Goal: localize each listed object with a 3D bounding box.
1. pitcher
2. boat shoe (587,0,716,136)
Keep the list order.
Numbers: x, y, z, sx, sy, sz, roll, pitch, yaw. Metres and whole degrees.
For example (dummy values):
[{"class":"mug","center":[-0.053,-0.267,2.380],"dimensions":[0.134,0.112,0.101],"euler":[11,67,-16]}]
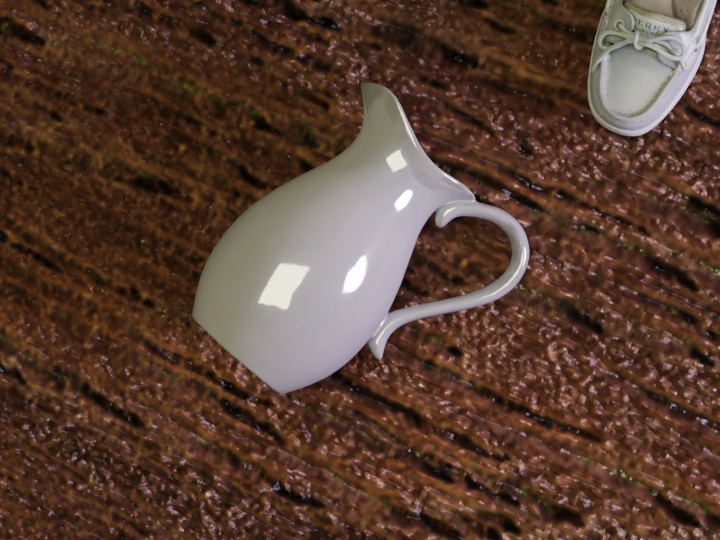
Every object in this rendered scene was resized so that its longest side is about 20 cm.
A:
[{"class":"pitcher","center":[0.000,0.000,1.362],"dimensions":[0.172,0.121,0.200],"euler":[42,88,0]},{"class":"boat shoe","center":[0.203,-0.188,1.327],"dimensions":[0.074,0.065,0.202],"euler":[27,95,17]}]
